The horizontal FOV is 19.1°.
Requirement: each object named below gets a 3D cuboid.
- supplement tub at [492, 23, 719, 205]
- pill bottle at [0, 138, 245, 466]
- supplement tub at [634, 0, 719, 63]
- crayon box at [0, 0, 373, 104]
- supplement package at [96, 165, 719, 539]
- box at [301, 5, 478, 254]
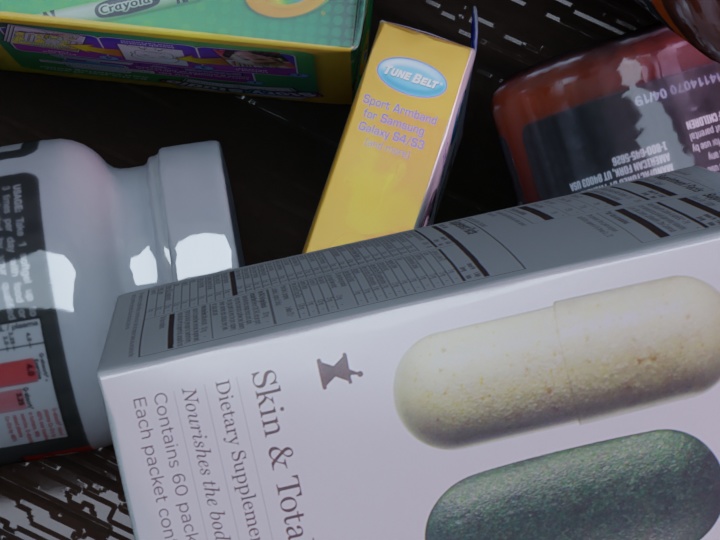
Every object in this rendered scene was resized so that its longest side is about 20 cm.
[{"bbox_3d":[0.123,0.014,0.775,0.106,0.107,0.201,-16,90,-4],"label":"supplement tub"},{"bbox_3d":[-0.141,0.015,0.781,0.199,0.116,0.117,-9,79,-2],"label":"pill bottle"},{"bbox_3d":[0.120,-0.127,0.677,0.106,0.200,0.108,-8,118,-16],"label":"supplement tub"},{"bbox_3d":[-0.095,-0.108,0.802,0.199,0.119,0.059,6,85,0],"label":"crayon box"},{"bbox_3d":[0.038,0.067,0.633,0.199,0.151,0.153,-13,97,-3],"label":"supplement package"},{"bbox_3d":[0.000,0.000,0.784,0.041,0.119,0.201,16,79,3],"label":"box"}]
